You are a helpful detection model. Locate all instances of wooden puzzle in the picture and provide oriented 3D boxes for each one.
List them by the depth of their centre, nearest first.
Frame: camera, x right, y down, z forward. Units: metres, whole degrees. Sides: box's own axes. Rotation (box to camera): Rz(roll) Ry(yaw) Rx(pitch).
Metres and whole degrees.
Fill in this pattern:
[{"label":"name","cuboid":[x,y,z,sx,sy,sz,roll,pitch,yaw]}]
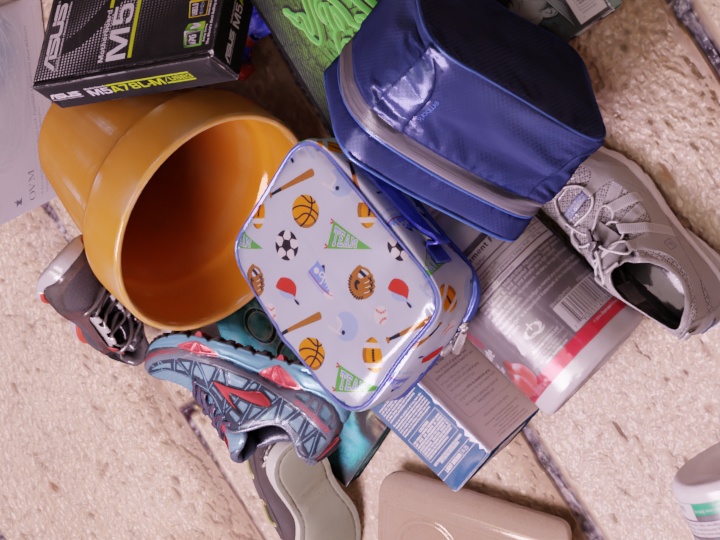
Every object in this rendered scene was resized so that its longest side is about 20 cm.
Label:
[{"label":"wooden puzzle","cuboid":[0.101,0.287,1.620,0.184,0.046,0.202,14,112,28]}]

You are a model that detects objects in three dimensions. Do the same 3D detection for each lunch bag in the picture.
[{"label":"lunch bag","cuboid":[0.076,-0.115,1.346,0.199,0.136,0.132,27,122,-25]},{"label":"lunch bag","cuboid":[0.000,0.000,1.415,0.200,0.075,0.161,50,123,22]}]

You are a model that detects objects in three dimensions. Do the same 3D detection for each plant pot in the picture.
[{"label":"plant pot","cuboid":[-0.174,-0.080,1.558,0.183,0.199,0.202,36,127,38]}]

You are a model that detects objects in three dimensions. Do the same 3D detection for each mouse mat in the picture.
[{"label":"mouse mat","cuboid":[0.016,-0.159,1.440,0.160,0.008,0.201,-5,132,34]}]

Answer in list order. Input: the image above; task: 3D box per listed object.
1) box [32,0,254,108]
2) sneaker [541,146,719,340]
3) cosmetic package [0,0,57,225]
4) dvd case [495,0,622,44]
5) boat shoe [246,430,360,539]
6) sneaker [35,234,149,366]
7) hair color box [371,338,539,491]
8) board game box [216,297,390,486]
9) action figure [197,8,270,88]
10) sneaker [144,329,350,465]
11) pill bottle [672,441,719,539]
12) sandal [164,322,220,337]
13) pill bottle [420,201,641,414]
[{"label":"box","cuboid":[-0.167,-0.240,1.494,0.192,0.047,0.202,-3,67,32]},{"label":"sneaker","cuboid":[0.199,-0.026,1.394,0.200,0.082,0.075,40,126,16]},{"label":"cosmetic package","cuboid":[-0.384,-0.138,1.654,0.122,0.200,0.201,10,116,29]},{"label":"dvd case","cuboid":[0.089,-0.214,1.426,0.200,0.022,0.147,-34,90,39]},{"label":"boat shoe","cuboid":[-0.053,0.206,1.652,0.060,0.072,0.202,34,152,41]},{"label":"sneaker","cuboid":[-0.225,0.032,1.636,0.082,0.077,0.200,38,171,18]},{"label":"hair color box","cuboid":[0.045,0.079,1.529,0.200,0.100,0.061,45,126,10]},{"label":"board game box","cuboid":[-0.051,0.080,1.638,0.200,0.028,0.136,41,127,12]},{"label":"action figure","cuboid":[-0.097,-0.205,1.506,0.065,0.099,0.200,52,130,4]},{"label":"sneaker","cuboid":[-0.106,0.111,1.555,0.199,0.079,0.096,13,76,25]},{"label":"pill bottle","cuboid":[0.327,0.228,1.401,0.113,0.113,0.201,-20,98,37]},{"label":"sandal","cuboid":[-0.184,0.005,1.679,0.203,0.050,0.083,43,151,31]},{"label":"pill bottle","cuboid":[0.116,0.008,1.446,0.200,0.111,0.111,44,127,10]}]
